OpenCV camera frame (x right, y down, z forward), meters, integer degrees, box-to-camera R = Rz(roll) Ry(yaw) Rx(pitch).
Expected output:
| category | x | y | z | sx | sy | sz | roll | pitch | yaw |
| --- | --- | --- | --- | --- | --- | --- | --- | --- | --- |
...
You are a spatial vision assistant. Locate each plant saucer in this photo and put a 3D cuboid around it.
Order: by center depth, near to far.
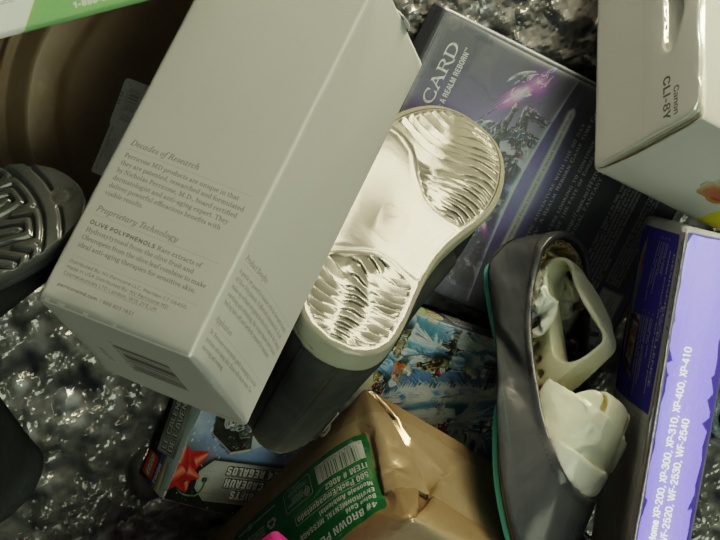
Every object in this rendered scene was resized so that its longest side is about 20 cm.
| category | x | y | z | sx | sy | sz | roll | pitch | yaw |
| --- | --- | --- | --- | --- | --- | --- | --- | --- | --- |
| plant saucer | -0.088 | -0.079 | 1.243 | 0.200 | 0.029 | 0.201 | -4 | 101 | -22 |

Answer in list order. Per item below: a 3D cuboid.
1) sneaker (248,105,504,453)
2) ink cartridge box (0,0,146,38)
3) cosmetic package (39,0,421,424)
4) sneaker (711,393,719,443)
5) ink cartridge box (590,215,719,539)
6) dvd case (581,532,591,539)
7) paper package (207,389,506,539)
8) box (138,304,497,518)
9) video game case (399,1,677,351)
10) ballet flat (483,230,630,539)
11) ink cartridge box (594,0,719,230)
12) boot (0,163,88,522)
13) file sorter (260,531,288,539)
| category | x | y | z | sx | sy | sz | roll | pitch | yaw |
| --- | --- | --- | --- | --- | --- | --- | --- | --- | --- |
| sneaker | 0.000 | 0.000 | 1.285 | 0.075 | 0.106 | 0.200 | 36 | 47 | 0 |
| ink cartridge box | -0.181 | -0.206 | 1.118 | 0.146 | 0.084 | 0.201 | -17 | 106 | -22 |
| cosmetic package | -0.055 | -0.044 | 1.158 | 0.200 | 0.085 | 0.108 | -65 | 160 | -15 |
| sneaker | 0.249 | 0.023 | 1.441 | 0.200 | 0.096 | 0.079 | -50 | 124 | -2 |
| ink cartridge box | 0.161 | 0.074 | 1.318 | 0.043 | 0.200 | 0.199 | 10 | 94 | 1 |
| dvd case | 0.124 | 0.270 | 1.515 | 0.150 | 0.025 | 0.200 | 34 | 92 | -34 |
| paper package | 0.007 | 0.192 | 1.337 | 0.200 | 0.104 | 0.190 | -43 | 129 | 19 |
| box | -0.006 | 0.079 | 1.362 | 0.200 | 0.040 | 0.137 | 18 | 99 | -31 |
| video game case | 0.087 | -0.045 | 1.376 | 0.200 | 0.019 | 0.143 | 23 | 97 | -31 |
| ballet flat | 0.103 | 0.062 | 1.305 | 0.073 | 0.200 | 0.073 | -2 | 145 | -1 |
| ink cartridge box | 0.223 | -0.094 | 1.350 | 0.200 | 0.083 | 0.146 | 23 | 56 | -33 |
| boot | -0.185 | 0.052 | 1.198 | 0.164 | 0.066 | 0.200 | -24 | 142 | -6 |
| file sorter | -0.026 | 0.256 | 1.228 | 0.139 | 0.126 | 0.200 | -35 | 129 | 13 |
